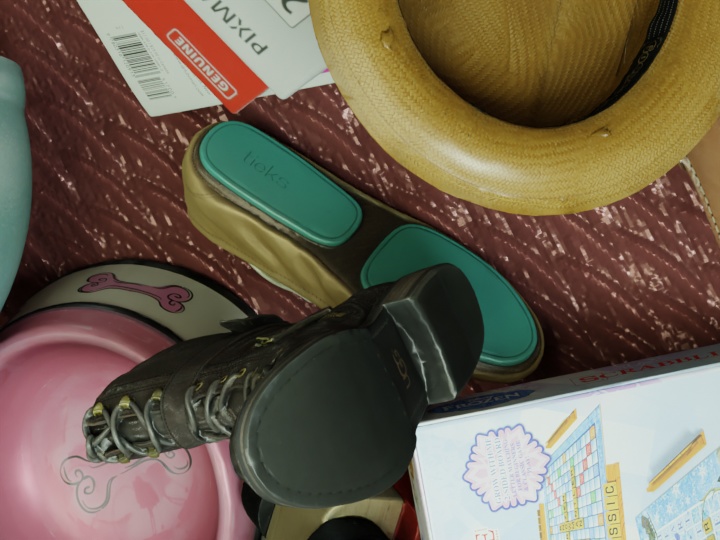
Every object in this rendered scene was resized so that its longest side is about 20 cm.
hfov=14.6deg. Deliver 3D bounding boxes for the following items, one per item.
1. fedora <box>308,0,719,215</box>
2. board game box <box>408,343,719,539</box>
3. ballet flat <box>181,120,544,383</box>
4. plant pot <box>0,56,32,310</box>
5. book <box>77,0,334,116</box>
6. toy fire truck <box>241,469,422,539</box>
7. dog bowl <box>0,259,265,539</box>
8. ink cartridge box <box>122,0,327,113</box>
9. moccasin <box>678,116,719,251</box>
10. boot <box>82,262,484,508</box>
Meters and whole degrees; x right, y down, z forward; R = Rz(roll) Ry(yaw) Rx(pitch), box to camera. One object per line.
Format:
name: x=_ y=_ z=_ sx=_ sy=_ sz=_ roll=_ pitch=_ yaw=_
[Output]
fedora: x=0.060 y=-0.111 z=1.124 sx=0.201 sy=0.200 sz=0.082 roll=56 pitch=157 yaw=2
board game box: x=0.131 y=0.141 z=1.250 sx=0.198 sy=0.041 sz=0.201 roll=-10 pitch=99 yaw=-5
ballet flat: x=0.000 y=0.000 z=1.324 sx=0.200 sy=0.069 sz=0.063 roll=36 pitch=143 yaw=15
plant pot: x=-0.243 y=-0.009 z=1.332 sx=0.199 sy=0.200 sz=0.135 roll=-18 pitch=82 yaw=27
book: x=-0.053 y=-0.140 z=1.266 sx=0.199 sy=0.048 sz=0.134 roll=-6 pitch=125 yaw=41
toy fire truck: x=0.040 y=0.187 z=1.329 sx=0.129 sy=0.199 sz=0.177 roll=45 pitch=124 yaw=56
dog bowl: x=-0.121 y=0.100 z=1.389 sx=0.199 sy=0.074 sz=0.202 roll=6 pitch=105 yaw=24
ink cartridge box: x=-0.091 y=-0.156 z=1.213 sx=0.200 sy=0.044 sz=0.173 roll=45 pitch=143 yaw=-10
moccasin: x=0.128 y=-0.088 z=1.189 sx=0.077 sy=0.074 sz=0.202 roll=-27 pitch=90 yaw=33
boot: x=-0.052 y=0.062 z=1.221 sx=0.173 sy=0.200 sz=0.070 roll=-14 pitch=101 yaw=32
